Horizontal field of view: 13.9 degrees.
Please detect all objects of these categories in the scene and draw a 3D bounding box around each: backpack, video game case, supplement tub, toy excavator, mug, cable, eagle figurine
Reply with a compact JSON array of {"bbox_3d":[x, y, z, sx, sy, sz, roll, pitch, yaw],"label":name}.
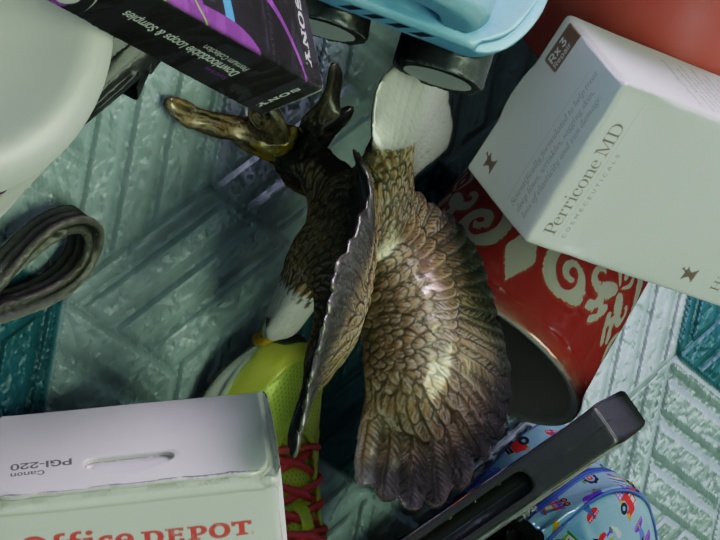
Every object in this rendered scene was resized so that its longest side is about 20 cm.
[{"bbox_3d":[0.106,0.198,1.723,0.200,0.134,0.183,-41,134,-31],"label":"backpack"},{"bbox_3d":[0.062,0.125,1.521,0.180,0.026,0.200,-35,175,8],"label":"video game case"},{"bbox_3d":[-0.187,-0.083,1.195,0.145,0.200,0.146,3,80,-17],"label":"supplement tub"},{"bbox_3d":[0.012,-0.168,1.367,0.194,0.200,0.100,20,81,-14],"label":"toy excavator"},{"bbox_3d":[0.105,-0.030,1.651,0.133,0.177,0.200,39,70,-11],"label":"mug"},{"bbox_3d":[-0.193,0.029,1.379,0.199,0.050,0.098,-14,118,-42],"label":"cable"},{"bbox_3d":[-0.003,0.005,1.474,0.151,0.200,0.151,-12,143,-21],"label":"eagle figurine"}]

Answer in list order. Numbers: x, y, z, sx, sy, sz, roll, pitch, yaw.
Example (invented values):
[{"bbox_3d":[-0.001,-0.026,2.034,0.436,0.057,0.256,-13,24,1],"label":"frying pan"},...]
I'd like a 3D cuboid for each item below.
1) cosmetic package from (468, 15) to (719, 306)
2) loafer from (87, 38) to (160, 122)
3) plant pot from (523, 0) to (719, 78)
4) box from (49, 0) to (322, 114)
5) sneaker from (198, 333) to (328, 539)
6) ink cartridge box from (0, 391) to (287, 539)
[{"bbox_3d":[0.166,-0.048,1.525,0.199,0.074,0.102,15,116,-37],"label":"cosmetic package"},{"bbox_3d":[-0.119,-0.115,1.386,0.200,0.068,0.071,-40,142,-22],"label":"loafer"},{"bbox_3d":[0.167,-0.193,1.553,0.200,0.200,0.178,-29,146,-36],"label":"plant pot"},{"bbox_3d":[-0.082,-0.154,1.153,0.200,0.036,0.144,26,49,-64],"label":"box"},{"bbox_3d":[-0.044,0.133,1.560,0.078,0.090,0.201,-4,109,-46],"label":"sneaker"},{"bbox_3d":[-0.106,0.169,1.464,0.145,0.085,0.201,-5,120,-4],"label":"ink cartridge box"}]
